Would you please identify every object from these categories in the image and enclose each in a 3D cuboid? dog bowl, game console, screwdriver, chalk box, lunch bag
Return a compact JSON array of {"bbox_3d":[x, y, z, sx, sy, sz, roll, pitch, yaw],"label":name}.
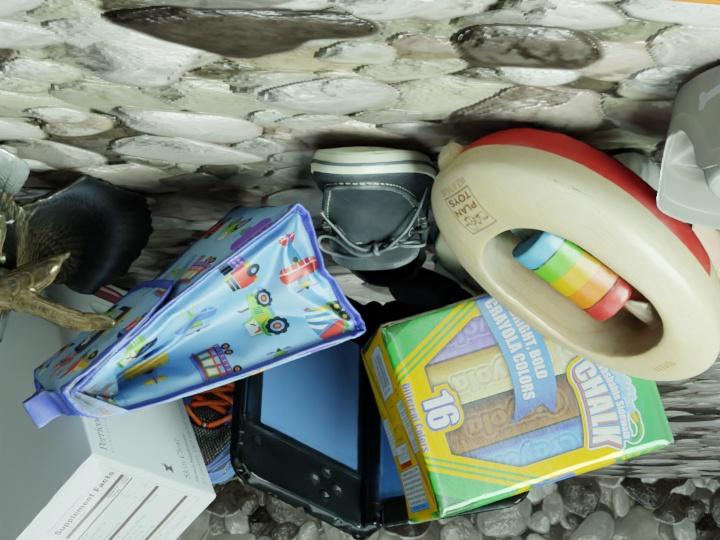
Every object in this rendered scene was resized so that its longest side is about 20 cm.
[{"bbox_3d":[0.252,-0.067,0.983,0.198,0.059,0.200,0,169,0],"label":"dog bowl"},{"bbox_3d":[0.014,0.070,1.299,0.175,0.201,0.116,30,130,-27],"label":"game console"},{"bbox_3d":[0.000,0.000,1.294,0.029,0.028,0.199,-25,-155,-34],"label":"screwdriver"},{"bbox_3d":[0.116,0.073,1.193,0.198,0.125,0.124,-15,172,-8],"label":"chalk box"},{"bbox_3d":[-0.119,0.044,1.180,0.199,0.095,0.150,-30,-170,-16],"label":"lunch bag"}]

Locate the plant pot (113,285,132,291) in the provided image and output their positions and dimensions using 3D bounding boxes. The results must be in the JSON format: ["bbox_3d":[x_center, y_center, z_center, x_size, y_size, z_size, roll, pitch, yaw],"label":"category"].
[{"bbox_3d":[-0.267,0.080,1.526,0.198,0.188,0.186,-13,171,-8],"label":"plant pot"}]

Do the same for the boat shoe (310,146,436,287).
[{"bbox_3d":[0.011,-0.033,1.161,0.074,0.063,0.200,1,168,6],"label":"boat shoe"}]

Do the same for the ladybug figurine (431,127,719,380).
[{"bbox_3d":[0.128,-0.016,1.078,0.200,0.072,0.136,38,148,-15],"label":"ladybug figurine"}]

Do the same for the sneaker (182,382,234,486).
[{"bbox_3d":[-0.101,0.064,1.370,0.075,0.201,0.079,11,149,6],"label":"sneaker"}]

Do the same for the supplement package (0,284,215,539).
[{"bbox_3d":[-0.212,0.121,1.331,0.110,0.201,0.156,23,119,-40],"label":"supplement package"}]

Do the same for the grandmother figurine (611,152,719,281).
[{"bbox_3d":[0.185,-0.029,1.196,0.121,0.061,0.200,-28,158,12],"label":"grandmother figurine"}]

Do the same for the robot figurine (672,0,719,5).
[{"bbox_3d":[0.063,-0.132,0.509,0.198,0.118,0.144,4,-167,-16],"label":"robot figurine"}]

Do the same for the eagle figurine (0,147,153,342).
[{"bbox_3d":[-0.226,-0.012,1.196,0.152,0.151,0.200,43,-166,-11],"label":"eagle figurine"}]

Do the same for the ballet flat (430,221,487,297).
[{"bbox_3d":[0.085,-0.012,1.233,0.069,0.070,0.200,0,174,2],"label":"ballet flat"}]
